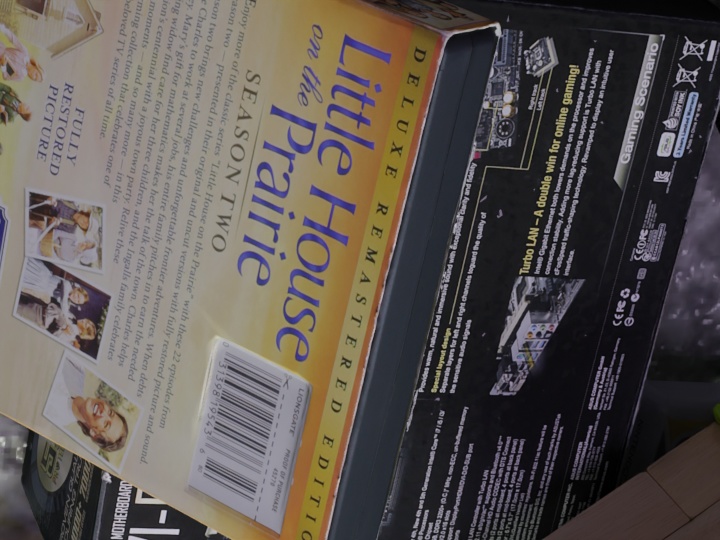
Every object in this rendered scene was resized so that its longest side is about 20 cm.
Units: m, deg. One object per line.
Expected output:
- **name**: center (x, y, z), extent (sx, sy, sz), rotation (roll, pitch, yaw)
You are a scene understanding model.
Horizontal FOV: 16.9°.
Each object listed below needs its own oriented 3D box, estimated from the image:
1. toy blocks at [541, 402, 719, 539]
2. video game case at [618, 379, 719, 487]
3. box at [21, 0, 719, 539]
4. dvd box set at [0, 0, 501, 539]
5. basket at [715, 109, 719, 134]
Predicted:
- **toy blocks**: center (0.103, 0.129, 0.727), extent (0.137, 0.100, 0.200), rotation (-34, 132, -7)
- **video game case**: center (0.142, 0.127, 0.823), extent (0.200, 0.023, 0.183), rotation (4, 107, -38)
- **box**: center (0.000, 0.000, 0.709), extent (0.163, 0.086, 0.201), rotation (2, 114, -21)
- **dvd box set**: center (-0.068, -0.027, 0.618), extent (0.029, 0.200, 0.147), rotation (-21, 129, -54)
- **basket**: center (0.180, -0.118, 0.684), extent (0.136, 0.180, 0.200), rotation (17, 121, 6)
